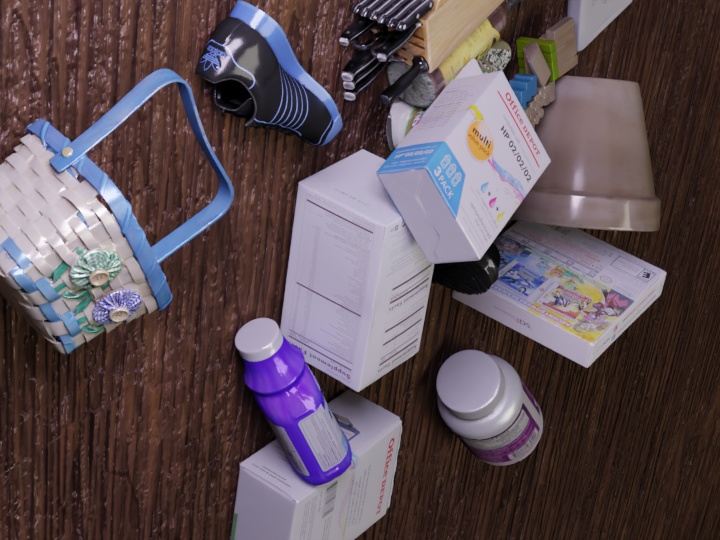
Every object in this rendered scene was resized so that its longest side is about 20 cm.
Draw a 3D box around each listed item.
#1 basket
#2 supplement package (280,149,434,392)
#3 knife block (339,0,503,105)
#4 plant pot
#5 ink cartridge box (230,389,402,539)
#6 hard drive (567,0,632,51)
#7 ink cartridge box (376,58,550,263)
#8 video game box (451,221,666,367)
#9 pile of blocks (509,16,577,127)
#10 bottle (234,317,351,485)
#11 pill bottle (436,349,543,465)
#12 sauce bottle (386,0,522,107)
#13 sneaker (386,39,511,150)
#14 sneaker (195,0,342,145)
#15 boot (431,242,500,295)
[{"bbox_3d":[-0.193,-0.043,1.298,0.200,0.139,0.176,-44,148,-15],"label":"basket"},{"bbox_3d":[0.000,0.000,1.714,0.109,0.114,0.200,-31,140,-46],"label":"supplement package"},{"bbox_3d":[0.060,-0.237,1.665,0.200,0.064,0.176,4,111,-62],"label":"knife block"},{"bbox_3d":[0.263,-0.142,2.010,0.200,0.200,0.174,-3,99,-60],"label":"plant pot"},{"bbox_3d":[-0.048,0.245,1.878,0.200,0.087,0.146,-31,139,-45],"label":"ink cartridge box"},{"bbox_3d":[0.288,-0.374,1.995,0.132,0.027,0.200,-44,148,-33],"label":"hard drive"},{"bbox_3d":[0.113,-0.114,1.653,0.200,0.068,0.115,-53,122,-36],"label":"ink cartridge box"},{"bbox_3d":[0.244,0.017,2.073,0.182,0.200,0.047,-36,144,-42],"label":"video game box"},{"bbox_3d":[0.177,-0.208,1.914,0.200,0.062,0.082,-60,142,-25],"label":"pile of blocks"},{"bbox_3d":[-0.071,0.132,1.727,0.065,0.084,0.200,-31,130,-7],"label":"bottle"},{"bbox_3d":[0.161,0.172,2.162,0.112,0.112,0.200,-58,153,-11],"label":"pill bottle"},{"bbox_3d":[0.108,-0.247,1.741,0.200,0.065,0.065,-46,149,-29],"label":"sauce bottle"},{"bbox_3d":[0.114,-0.176,1.788,0.200,0.089,0.077,-44,147,-35],"label":"sneaker"},{"bbox_3d":[-0.083,-0.153,1.485,0.078,0.070,0.200,-54,146,-10],"label":"sneaker"},{"bbox_3d":[0.113,-0.064,1.802,0.079,0.211,0.158,42,77,-25],"label":"boot"}]
